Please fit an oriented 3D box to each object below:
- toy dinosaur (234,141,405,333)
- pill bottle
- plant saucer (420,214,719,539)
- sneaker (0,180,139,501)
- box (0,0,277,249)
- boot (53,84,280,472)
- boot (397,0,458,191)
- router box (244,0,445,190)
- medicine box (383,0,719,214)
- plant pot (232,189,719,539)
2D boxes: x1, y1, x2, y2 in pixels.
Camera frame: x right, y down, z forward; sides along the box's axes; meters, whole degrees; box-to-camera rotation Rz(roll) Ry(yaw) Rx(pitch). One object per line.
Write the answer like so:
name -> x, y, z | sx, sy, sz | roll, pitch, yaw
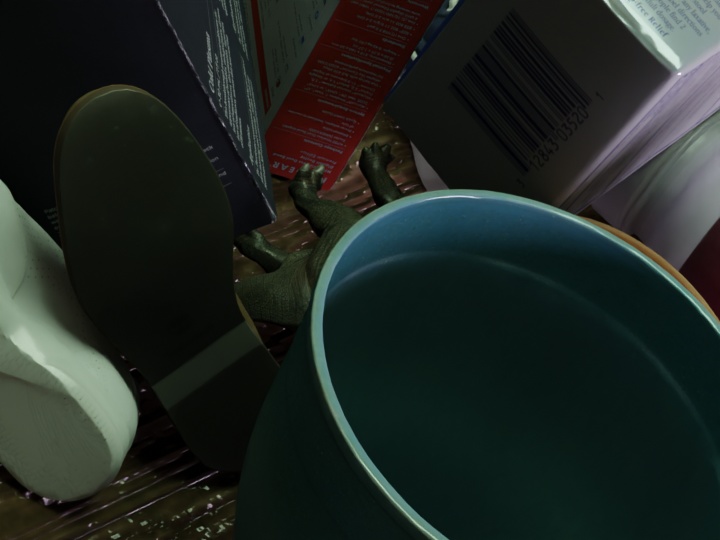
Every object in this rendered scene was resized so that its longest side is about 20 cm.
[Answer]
toy dinosaur -> 0.000, 0.000, 1.357 | 0.199, 0.077, 0.102 | 0, 39, -42
pill bottle -> 0.219, -0.001, 1.497 | 0.200, 0.113, 0.113 | 41, 36, 13
plant saucer -> 0.095, 0.073, 1.326 | 0.199, 0.037, 0.201 | 12, 64, -27
sneaker -> -0.155, -0.004, 1.207 | 0.201, 0.075, 0.089 | 61, 25, -17
box -> -0.125, -0.131, 1.312 | 0.201, 0.104, 0.183 | -100, 169, -47
boot -> -0.089, -0.005, 1.224 | 0.073, 0.201, 0.076 | -28, 41, -9
boot -> 0.055, -0.123, 1.534 | 0.072, 0.091, 0.201 | 5, 44, -34
router box -> -0.008, -0.174, 1.469 | 0.049, 0.180, 0.201 | 16, 39, -21
medicine box -> 0.137, -0.127, 1.376 | 0.200, 0.182, 0.103 | -36, 82, -34
plant pot -> 0.035, 0.105, 1.151 | 0.199, 0.188, 0.201 | 17, 44, -17
